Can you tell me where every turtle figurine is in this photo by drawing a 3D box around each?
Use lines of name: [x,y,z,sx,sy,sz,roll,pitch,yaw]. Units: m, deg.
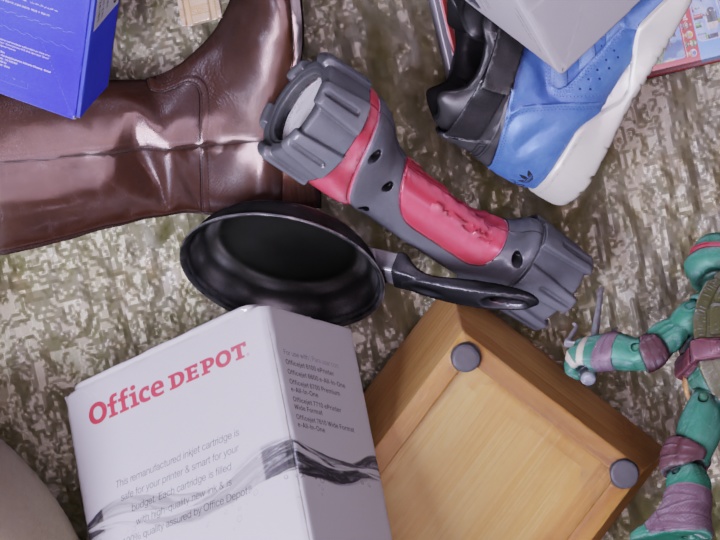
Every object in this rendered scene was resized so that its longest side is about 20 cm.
turtle figurine: [0.187,0.055,1.482,0.149,0.101,0.201,8,66,-18]

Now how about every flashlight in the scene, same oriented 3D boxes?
flashlight: [0.039,-0.041,1.484,0.199,0.068,0.068,32,92,-24]

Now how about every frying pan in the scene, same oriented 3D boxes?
frying pan: [-0.009,-0.009,1.477,0.189,0.115,0.031,-9,53,29]

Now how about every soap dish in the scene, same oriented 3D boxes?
soap dish: [0.053,0.133,1.517,0.157,0.081,0.200,38,89,-5]

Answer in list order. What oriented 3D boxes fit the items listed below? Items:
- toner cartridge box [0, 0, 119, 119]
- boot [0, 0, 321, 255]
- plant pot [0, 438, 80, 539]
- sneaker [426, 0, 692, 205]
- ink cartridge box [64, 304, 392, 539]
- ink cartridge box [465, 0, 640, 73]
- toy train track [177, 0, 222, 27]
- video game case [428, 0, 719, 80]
toner cartridge box: [-0.225,-0.159,1.451,0.199,0.043,0.095,20,124,10]
boot: [-0.127,-0.110,1.503,0.199,0.064,0.188,-6,92,1]
plant pot: [-0.213,0.190,1.462,0.134,0.200,0.201,33,91,-32]
sneaker: [0.109,-0.147,1.487,0.111,0.077,0.201,26,98,-15]
ink cartridge box: [-0.064,0.138,1.443,0.145,0.084,0.201,-24,66,31]
ink cartridge box: [0.079,-0.204,1.455,0.115,0.200,0.068,-42,136,-5]
toy train track: [-0.135,-0.179,1.480,0.199,0.033,0.115,-14,64,12]
video game case: [0.134,-0.175,1.536,0.199,0.017,0.144,-13,94,-3]
